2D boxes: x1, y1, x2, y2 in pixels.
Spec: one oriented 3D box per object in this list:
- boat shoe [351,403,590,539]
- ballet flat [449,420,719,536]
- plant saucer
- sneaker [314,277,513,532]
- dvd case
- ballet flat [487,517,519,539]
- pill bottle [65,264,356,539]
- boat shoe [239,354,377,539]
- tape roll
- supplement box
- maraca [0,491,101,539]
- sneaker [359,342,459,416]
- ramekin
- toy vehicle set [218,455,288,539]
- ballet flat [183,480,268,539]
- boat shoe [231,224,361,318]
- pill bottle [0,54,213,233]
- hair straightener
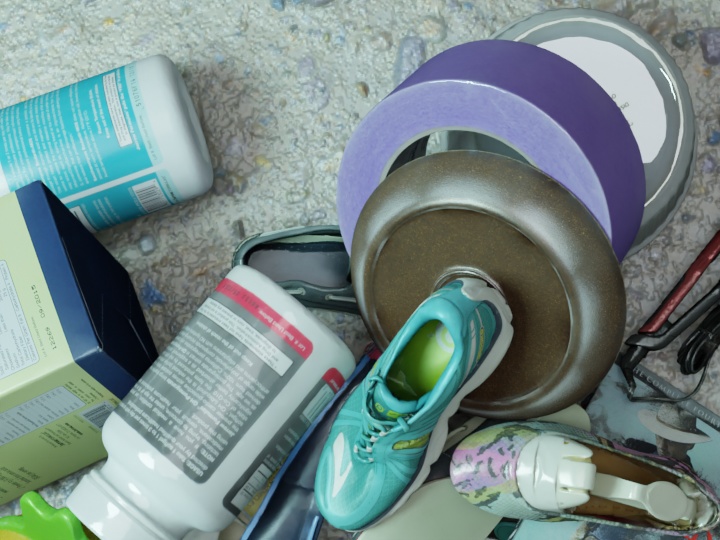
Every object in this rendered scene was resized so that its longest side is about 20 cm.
[{"bbox_3d":[0.071,0.148,1.091,0.199,0.063,0.072,-35,120,-12],"label":"boat shoe"},{"bbox_3d":[0.161,0.144,1.047,0.198,0.071,0.070,13,84,-20],"label":"ballet flat"},{"bbox_3d":[0.077,0.019,1.026,0.199,0.032,0.202,13,121,23],"label":"plant saucer"},{"bbox_3d":[0.021,0.087,1.002,0.077,0.079,0.201,37,113,18],"label":"sneaker"},{"bbox_3d":[0.203,0.172,1.116,0.145,0.022,0.200,34,58,5],"label":"dvd case"},{"bbox_3d":[0.094,0.170,1.154,0.198,0.072,0.073,10,87,4],"label":"ballet flat"},{"bbox_3d":[-0.104,0.104,1.041,0.110,0.111,0.200,39,81,5],"label":"pill bottle"},{"bbox_3d":[-0.025,0.158,1.105,0.068,0.084,0.201,31,100,7],"label":"boat shoe"},{"bbox_3d":[0.088,-0.049,1.054,0.198,0.085,0.202,12,120,22],"label":"tape roll"},{"bbox_3d":[-0.262,0.067,1.093,0.198,0.200,0.135,-24,68,1],"label":"supplement box"},{"bbox_3d":[-0.216,0.227,1.108,0.137,0.200,0.107,42,52,3],"label":"maraca"},{"bbox_3d":[0.097,0.067,1.149,0.198,0.075,0.081,-13,86,2],"label":"sneaker"},{"bbox_3d":[0.157,-0.103,1.146,0.200,0.094,0.205,0,86,3],"label":"ramekin"},{"bbox_3d":[-0.082,0.150,1.176,0.200,0.027,0.124,-44,85,0],"label":"toy vehicle set"},{"bbox_3d":[-0.105,0.168,1.137,0.069,0.069,0.202,21,91,4],"label":"ballet flat"},{"bbox_3d":[0.000,0.000,1.164,0.198,0.062,0.074,3,83,2],"label":"boat shoe"},{"bbox_3d":[-0.219,-0.081,1.157,0.198,0.111,0.112,-19,85,1],"label":"pill bottle"},{"bbox_3d":[0.269,0.027,1.148,0.077,0.041,0.200,41,79,4],"label":"hair straightener"}]
